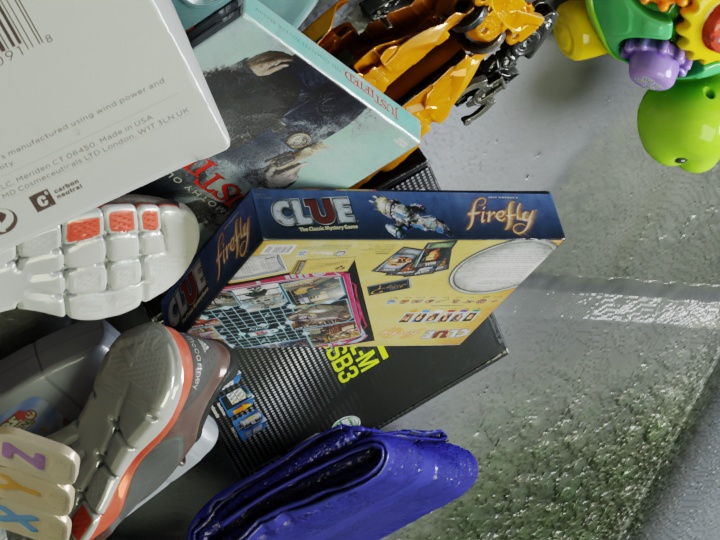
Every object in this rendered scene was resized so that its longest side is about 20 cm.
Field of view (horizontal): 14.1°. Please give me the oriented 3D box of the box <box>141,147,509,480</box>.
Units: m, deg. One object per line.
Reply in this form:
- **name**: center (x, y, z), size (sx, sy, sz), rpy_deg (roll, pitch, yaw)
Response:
- **box**: center (-0.021, 0.029, 1.802), size (0.193, 0.048, 0.200), rpy_deg (-28, 138, -3)

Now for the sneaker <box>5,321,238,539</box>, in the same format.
- **sneaker**: center (-0.134, 0.112, 1.697), size (0.082, 0.077, 0.200), rpy_deg (3, 138, -44)

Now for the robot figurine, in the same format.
- **robot figurine**: center (0.020, -0.123, 1.677), size (0.200, 0.058, 0.145), rpy_deg (-40, 147, 5)

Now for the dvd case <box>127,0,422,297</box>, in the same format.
- **dvd case**: center (-0.086, -0.065, 1.621), size (0.200, 0.022, 0.146), rpy_deg (-29, 134, 31)

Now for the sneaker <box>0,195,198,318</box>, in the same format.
- **sneaker**: center (-0.187, -0.022, 1.597), size (0.199, 0.082, 0.077), rpy_deg (-7, 130, -27)

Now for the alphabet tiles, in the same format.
- **alphabet tiles**: center (-0.253, 0.101, 1.627), size (0.195, 0.015, 0.200), rpy_deg (20, 149, 2)

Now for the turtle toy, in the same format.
- **turtle toy**: center (0.197, -0.152, 1.740), size (0.145, 0.101, 0.201), rpy_deg (-17, 135, -19)

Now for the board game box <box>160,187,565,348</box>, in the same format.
- **board game box**: center (0.000, 0.000, 1.692), size (0.199, 0.035, 0.136), rpy_deg (0, 151, -30)

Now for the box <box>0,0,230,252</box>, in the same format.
- **box**: center (-0.199, -0.123, 1.459), size (0.198, 0.131, 0.200), rpy_deg (-25, 134, 2)

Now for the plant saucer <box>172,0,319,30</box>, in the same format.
- **plant saucer**: center (-0.089, -0.169, 1.589), size (0.199, 0.036, 0.201), rpy_deg (-18, 135, -19)

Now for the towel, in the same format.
- **towel**: center (-0.017, 0.142, 1.850), size (0.147, 0.050, 0.200), rpy_deg (-28, 165, 15)

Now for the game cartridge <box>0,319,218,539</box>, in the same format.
- **game cartridge**: center (-0.201, 0.118, 1.748), size (0.200, 0.042, 0.133), rpy_deg (-38, 132, 12)
